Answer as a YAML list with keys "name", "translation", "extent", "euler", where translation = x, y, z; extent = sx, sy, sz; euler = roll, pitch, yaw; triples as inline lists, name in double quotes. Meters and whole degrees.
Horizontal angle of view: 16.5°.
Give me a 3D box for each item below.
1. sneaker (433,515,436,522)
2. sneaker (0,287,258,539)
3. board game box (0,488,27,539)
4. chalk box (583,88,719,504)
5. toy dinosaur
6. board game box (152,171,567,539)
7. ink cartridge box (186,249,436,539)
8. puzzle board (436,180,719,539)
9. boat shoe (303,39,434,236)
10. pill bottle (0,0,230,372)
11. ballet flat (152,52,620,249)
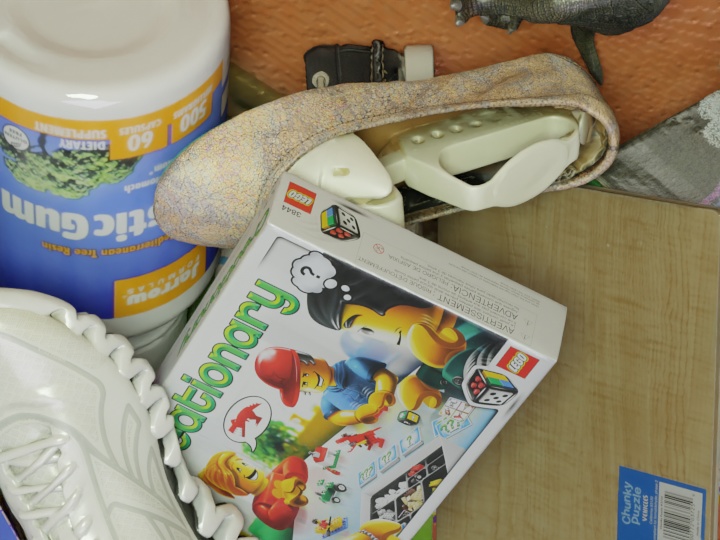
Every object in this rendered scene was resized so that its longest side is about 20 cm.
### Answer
- name: "sneaker"
  translation: [0.011, 0.109, 1.274]
  extent: [0.200, 0.078, 0.140]
  euler: [18, 137, -10]
- name: "sneaker"
  translation: [-0.108, 0.090, 0.998]
  extent: [0.075, 0.081, 0.200]
  euler: [-15, 124, 31]
- name: "board game box"
  translation: [-0.201, 0.035, 1.044]
  extent: [0.045, 0.200, 0.135]
  euler: [-25, 140, -6]
- name: "chalk box"
  translation: [0.197, 0.029, 1.073]
  extent: [0.124, 0.200, 0.124]
  euler: [-29, 148, -28]
- name: "toy dinosaur"
  translation: [0.086, -0.129, 1.001]
  extent: [0.102, 0.077, 0.200]
  euler: [-4, 137, 20]
- name: "board game box"
  translation: [-0.018, 0.057, 1.020]
  extent: [0.126, 0.035, 0.200]
  euler: [25, 134, -9]
- name: "ink cartridge box"
  translation: [-0.016, 0.090, 1.140]
  extent: [0.148, 0.200, 0.076]
  euler: [13, 155, -18]
- name: "puzzle board"
  translation: [0.093, 0.061, 1.063]
  extent: [0.017, 0.151, 0.200]
  euler: [-14, 109, -45]
- name: "boat shoe"
  translation: [0.000, 0.000, 1.083]
  extent: [0.060, 0.074, 0.200]
  euler: [2, 99, 2]
- name: "pill bottle"
  translation: [-0.113, -0.041, 1.058]
  extent: [0.112, 0.112, 0.200]
  euler: [0, 138, -4]
- name: "ballet flat"
  translation: [0.017, -0.042, 1.002]
  extent: [0.200, 0.067, 0.068]
  euler: [-18, 130, -19]
